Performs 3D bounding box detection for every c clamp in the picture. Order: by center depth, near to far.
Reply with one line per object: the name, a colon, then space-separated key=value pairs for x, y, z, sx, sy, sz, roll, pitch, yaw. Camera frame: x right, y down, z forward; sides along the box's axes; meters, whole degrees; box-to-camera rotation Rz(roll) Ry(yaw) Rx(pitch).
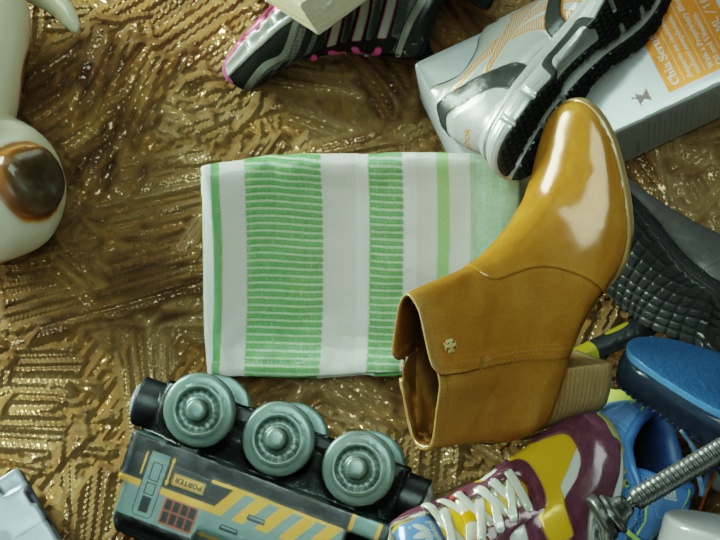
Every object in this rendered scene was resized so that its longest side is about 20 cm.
c clamp: x=0.207 y=0.126 z=1.545 sx=0.200 sy=0.027 sz=0.171 roll=-35 pitch=83 yaw=-6

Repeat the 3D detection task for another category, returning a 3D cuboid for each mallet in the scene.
mallet: x=0.134 y=0.050 z=1.717 sx=0.199 sy=0.066 sz=0.041 roll=-26 pitch=111 yaw=-24

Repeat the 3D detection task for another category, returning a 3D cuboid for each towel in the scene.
towel: x=0.000 y=0.000 z=1.717 sx=0.199 sy=0.023 sz=0.153 roll=1 pitch=111 yaw=4

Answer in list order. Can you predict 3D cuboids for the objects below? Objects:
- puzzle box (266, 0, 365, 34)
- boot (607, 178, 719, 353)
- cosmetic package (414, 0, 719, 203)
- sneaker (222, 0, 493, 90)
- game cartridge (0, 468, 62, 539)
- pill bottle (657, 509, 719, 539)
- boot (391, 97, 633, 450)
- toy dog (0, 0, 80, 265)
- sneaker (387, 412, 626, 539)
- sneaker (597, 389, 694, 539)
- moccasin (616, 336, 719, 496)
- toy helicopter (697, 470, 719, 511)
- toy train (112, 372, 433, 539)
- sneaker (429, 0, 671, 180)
puzzle box: x=-0.012 y=-0.218 z=1.748 sx=0.133 sy=0.200 sz=0.025 roll=-37 pitch=116 yaw=-7
boot: x=0.235 y=-0.002 z=1.707 sx=0.131 sy=0.070 sz=0.200 roll=-22 pitch=57 yaw=-35
cosmetic package: x=0.146 y=-0.121 z=1.754 sx=0.199 sy=0.071 sz=0.102 roll=-26 pitch=74 yaw=-2
sneaker: x=0.005 y=-0.161 z=1.775 sx=0.199 sy=0.074 sz=0.088 roll=-32 pitch=100 yaw=9
game cartridge: x=-0.219 y=0.240 z=1.703 sx=0.133 sy=0.040 sz=0.201 roll=-30 pitch=74 yaw=-7
pill bottle: x=0.192 y=0.246 z=1.598 sx=0.109 sy=0.109 sz=0.201 roll=13 pitch=96 yaw=9
boot: x=0.085 y=0.002 z=1.611 sx=0.143 sy=0.071 sz=0.202 roll=-6 pitch=99 yaw=-36
toy dog: x=-0.260 y=-0.095 z=1.765 sx=0.193 sy=0.140 sz=0.201 roll=-9 pitch=67 yaw=-36
sneaker: x=0.072 y=0.157 z=1.620 sx=0.200 sy=0.090 sz=0.075 roll=-51 pitch=45 yaw=18
sneaker: x=0.144 y=0.163 z=1.649 sx=0.075 sy=0.105 sz=0.201 roll=16 pitch=72 yaw=-25
moccasin: x=0.232 y=0.110 z=1.599 sx=0.199 sy=0.080 sz=0.068 roll=31 pitch=121 yaw=20
toy helicopter: x=0.232 y=0.165 z=1.667 sx=0.200 sy=0.079 sz=0.132 roll=-40 pitch=81 yaw=6
toy train: x=-0.058 y=0.136 z=1.698 sx=0.199 sy=0.085 sz=0.115 roll=20 pitch=90 yaw=7
sneaker: x=0.120 y=-0.149 z=1.689 sx=0.080 sy=0.074 sz=0.200 roll=29 pitch=67 yaw=34
